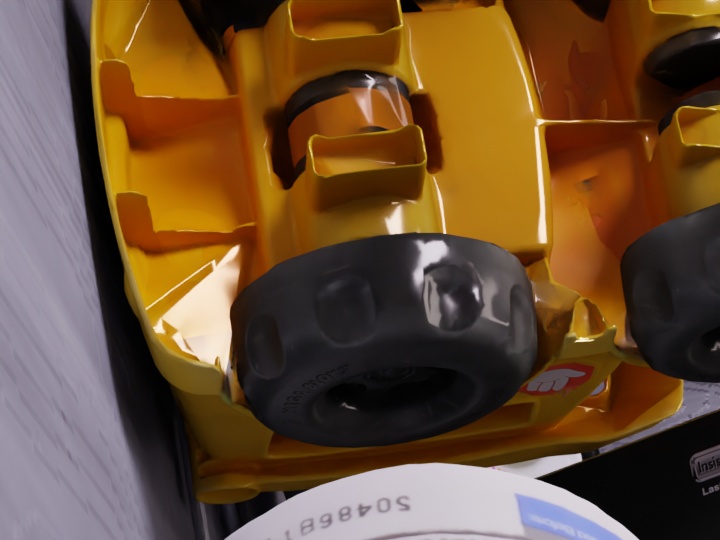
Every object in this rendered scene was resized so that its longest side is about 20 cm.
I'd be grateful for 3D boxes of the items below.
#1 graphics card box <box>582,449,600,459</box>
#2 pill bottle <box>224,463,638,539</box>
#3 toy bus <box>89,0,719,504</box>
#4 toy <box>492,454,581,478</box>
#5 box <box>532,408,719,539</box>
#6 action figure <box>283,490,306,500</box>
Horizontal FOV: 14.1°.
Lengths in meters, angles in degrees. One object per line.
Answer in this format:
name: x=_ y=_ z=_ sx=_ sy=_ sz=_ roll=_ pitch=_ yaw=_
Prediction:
graphics card box: x=0.037 y=0.052 z=1.288 sx=0.051 sy=0.125 sz=0.200 roll=68 pitch=8 yaw=-46
pill bottle: x=0.018 y=0.129 z=0.475 sx=0.200 sy=0.113 sz=0.114 roll=-97 pitch=176 yaw=-63
toy bus: x=0.037 y=-0.006 z=0.742 sx=0.192 sy=0.199 sz=0.136 roll=92 pitch=-10 yaw=-62
toy: x=0.045 y=-0.008 z=0.889 sx=0.115 sy=0.047 sz=0.201 roll=24 pitch=47 yaw=-51
box: x=0.069 y=0.126 z=0.721 sx=0.049 sy=0.199 sz=0.160 roll=38 pitch=35 yaw=-54
action figure: x=-0.002 y=0.089 z=0.902 sx=0.130 sy=0.069 sz=0.201 roll=-85 pitch=161 yaw=-58
